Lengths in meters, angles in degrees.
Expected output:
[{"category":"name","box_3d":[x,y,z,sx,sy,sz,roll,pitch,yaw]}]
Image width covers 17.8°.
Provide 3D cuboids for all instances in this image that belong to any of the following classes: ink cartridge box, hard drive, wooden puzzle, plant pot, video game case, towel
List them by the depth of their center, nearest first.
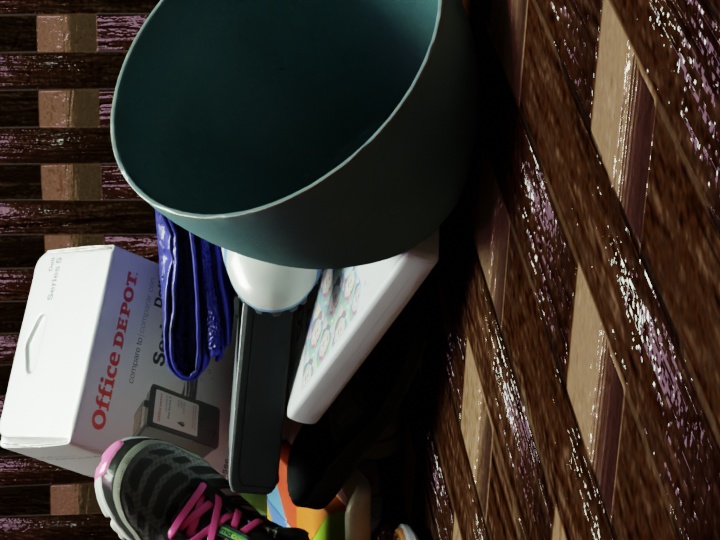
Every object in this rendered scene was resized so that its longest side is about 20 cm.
[{"category":"plant pot","box_3d":[-0.014,-0.079,1.232,0.135,0.200,0.200,45,-150,-46]},{"category":"video game case","box_3d":[0.002,-0.032,1.380,0.200,0.024,0.182,126,153,-51]},{"category":"towel","box_3d":[-0.105,-0.024,1.493,0.200,0.049,0.148,-104,11,-76]},{"category":"hard drive","box_3d":[-0.066,0.060,1.503,0.200,0.033,0.140,-120,35,-84]},{"category":"wooden puzzle","box_3d":[-0.032,0.200,1.581,0.200,0.037,0.185,-133,40,-66]},{"category":"ink cartridge box","box_3d":[-0.144,0.081,1.637,0.084,0.200,0.146,-5,69,44]}]

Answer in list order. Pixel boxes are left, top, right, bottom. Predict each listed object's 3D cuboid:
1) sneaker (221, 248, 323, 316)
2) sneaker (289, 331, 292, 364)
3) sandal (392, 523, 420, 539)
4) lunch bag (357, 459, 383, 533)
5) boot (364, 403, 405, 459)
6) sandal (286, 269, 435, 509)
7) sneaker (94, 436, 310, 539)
[{"category":"sneaker","box_3d":[-0.046,-0.071,1.390,0.072,0.072,0.200,75,-157,-67]},{"category":"sneaker","box_3d":[-0.050,-0.009,1.685,0.200,0.082,0.074,-73,-17,-45]},{"category":"sandal","box_3d":[0.016,0.264,1.449,0.079,0.059,0.207,124,145,-78]},{"category":"lunch bag","box_3d":[-0.026,0.109,1.751,0.160,0.075,0.200,113,154,-69]},{"category":"boot","box_3d":[0.000,0.000,1.536,0.175,0.066,0.200,-101,13,-56]},{"category":"sandal","box_3d":[-0.009,0.073,1.451,0.201,0.048,0.075,-61,28,30]},{"category":"sneaker","box_3d":[-0.080,0.174,1.456,0.074,0.200,0.087,-54,24,-21]}]
